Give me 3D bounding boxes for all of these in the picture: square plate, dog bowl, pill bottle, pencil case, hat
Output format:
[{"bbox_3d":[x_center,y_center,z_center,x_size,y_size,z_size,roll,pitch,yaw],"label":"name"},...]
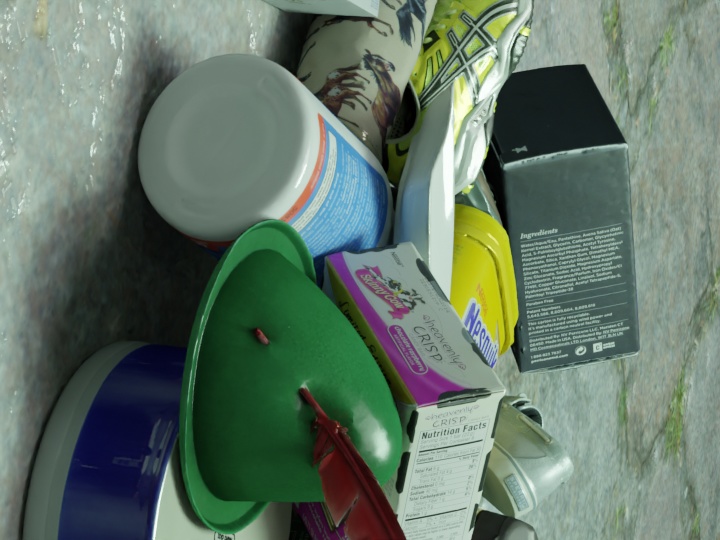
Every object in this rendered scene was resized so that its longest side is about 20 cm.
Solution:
[{"bbox_3d":[0.040,0.001,1.490,0.200,0.028,0.200,-74,166,-67],"label":"square plate"},{"bbox_3d":[-0.110,0.143,1.314,0.200,0.078,0.202,6,90,-70],"label":"dog bowl"},{"bbox_3d":[-0.045,-0.045,1.391,0.200,0.111,0.113,40,57,-63],"label":"pill bottle"},{"bbox_3d":[-0.002,-0.150,1.540,0.078,0.089,0.201,40,52,-32],"label":"pencil case"},{"bbox_3d":[0.013,0.084,1.252,0.165,0.175,0.202,-21,117,-63],"label":"hat"}]

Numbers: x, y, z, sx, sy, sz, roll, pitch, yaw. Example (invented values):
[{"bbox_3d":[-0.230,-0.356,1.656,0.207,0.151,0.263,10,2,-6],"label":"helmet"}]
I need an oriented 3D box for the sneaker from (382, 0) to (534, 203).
[{"bbox_3d":[0.061,-0.148,1.593,0.076,0.075,0.202,17,84,-30],"label":"sneaker"}]

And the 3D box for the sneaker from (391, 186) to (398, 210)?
[{"bbox_3d":[0.000,0.000,1.583,0.200,0.080,0.087,-23,122,-64],"label":"sneaker"}]

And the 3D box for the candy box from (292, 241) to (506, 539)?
[{"bbox_3d":[0.017,0.104,1.376,0.137,0.061,0.201,-122,-148,-43],"label":"candy box"}]

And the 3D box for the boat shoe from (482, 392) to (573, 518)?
[{"bbox_3d":[0.111,0.132,1.788,0.070,0.071,0.201,67,-9,-20],"label":"boat shoe"}]

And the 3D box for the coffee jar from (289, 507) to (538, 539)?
[{"bbox_3d":[0.015,0.200,1.492,0.086,0.198,0.105,68,34,-50],"label":"coffee jar"}]

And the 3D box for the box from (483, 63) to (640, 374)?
[{"bbox_3d":[0.156,-0.043,1.879,0.148,0.103,0.201,-106,-173,-57],"label":"box"}]

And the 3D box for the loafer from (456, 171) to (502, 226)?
[{"bbox_3d":[0.076,-0.060,1.787,0.201,0.071,0.063,72,25,-43],"label":"loafer"}]

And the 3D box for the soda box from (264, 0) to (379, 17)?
[{"bbox_3d":[-0.048,-0.203,1.412,0.200,0.068,0.064,15,81,-70],"label":"soda box"}]

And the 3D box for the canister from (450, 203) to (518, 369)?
[{"bbox_3d":[0.046,0.073,1.708,0.149,0.086,0.201,78,28,-48],"label":"canister"}]
